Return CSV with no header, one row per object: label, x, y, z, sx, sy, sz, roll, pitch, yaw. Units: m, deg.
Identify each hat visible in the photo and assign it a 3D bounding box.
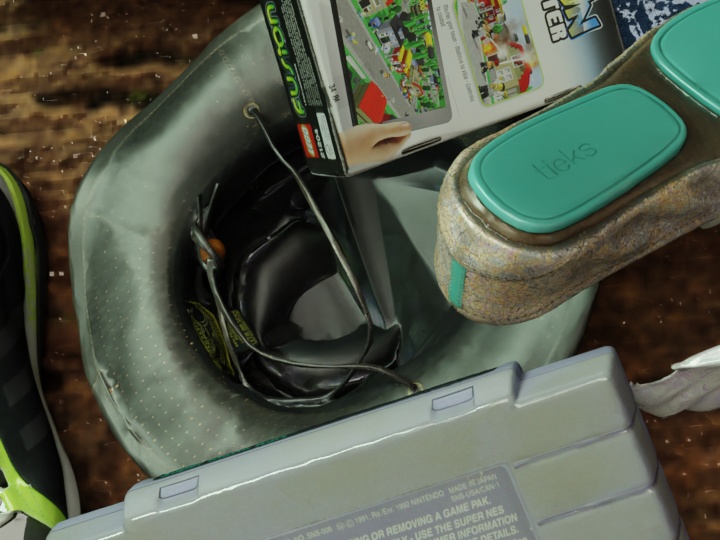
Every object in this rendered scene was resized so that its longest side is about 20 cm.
hat,0.000,0.000,0.960,0.199,0.081,0.202,-4,77,16

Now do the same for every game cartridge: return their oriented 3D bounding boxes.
game cartridge,0.010,0.108,0.877,0.199,0.038,0.130,-18,104,14

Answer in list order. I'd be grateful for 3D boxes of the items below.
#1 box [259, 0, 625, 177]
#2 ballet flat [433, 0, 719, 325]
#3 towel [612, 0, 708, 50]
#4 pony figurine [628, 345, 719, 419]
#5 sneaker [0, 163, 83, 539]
box,0.010,-0.142,0.869,0.110,0.035,0.201,-20,101,-21
ballet flat,0.098,-0.038,0.877,0.199,0.067,0.068,-24,58,-31
towel,0.085,-0.134,0.976,0.111,0.049,0.201,-26,76,7
pony figurine,0.203,0.018,0.875,0.192,0.166,0.201,-20,46,35
sneaker,-0.152,0.041,0.969,0.071,0.083,0.201,-16,68,13
